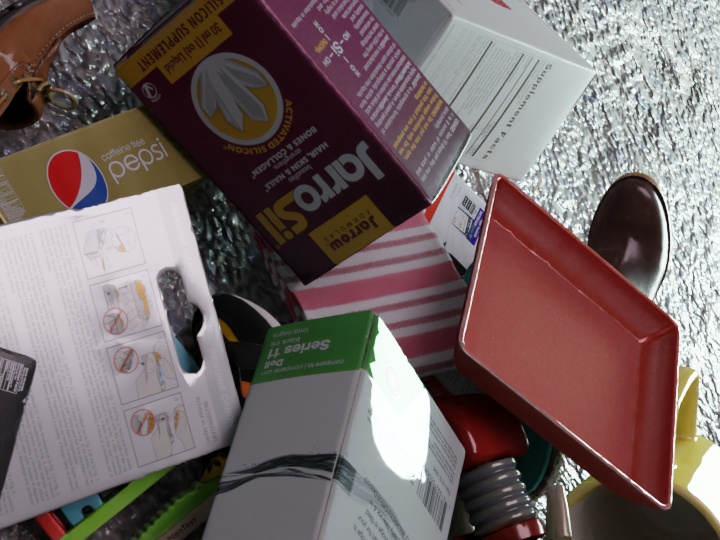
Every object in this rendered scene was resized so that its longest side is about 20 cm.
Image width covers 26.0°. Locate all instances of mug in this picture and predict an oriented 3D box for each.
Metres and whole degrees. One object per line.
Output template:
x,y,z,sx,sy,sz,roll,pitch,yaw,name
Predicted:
0.250,0.187,1.229,0.149,0.187,0.153,40,30,10,mug

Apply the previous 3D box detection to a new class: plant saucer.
0.146,0.054,1.119,0.199,0.037,0.201,38,37,-17,plant saucer

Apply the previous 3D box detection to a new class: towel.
0.000,0.000,1.135,0.145,0.030,0.201,-10,57,-32,towel

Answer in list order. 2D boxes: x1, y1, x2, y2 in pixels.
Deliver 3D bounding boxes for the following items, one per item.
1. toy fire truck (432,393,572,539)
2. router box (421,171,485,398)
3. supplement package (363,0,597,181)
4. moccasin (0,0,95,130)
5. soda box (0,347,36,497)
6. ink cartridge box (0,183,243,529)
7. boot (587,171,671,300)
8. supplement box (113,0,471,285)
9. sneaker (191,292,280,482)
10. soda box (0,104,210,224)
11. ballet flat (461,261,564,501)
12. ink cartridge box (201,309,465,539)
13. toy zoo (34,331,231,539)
0.087,0.160,1.051,0.128,0.199,0.177,-1,66,-46,toy fire truck
0.074,0.032,1.239,0.179,0.049,0.201,44,41,-16,router box
0.073,-0.169,1.274,0.199,0.120,0.121,10,32,-48,supplement package
-0.231,-0.117,1.003,0.078,0.073,0.202,52,38,-17,moccasin
-0.227,0.133,0.788,0.063,0.071,0.202,20,76,-28,soda box
-0.179,0.052,0.890,0.199,0.057,0.164,-17,94,-35,ink cartridge box
0.203,0.032,1.267,0.072,0.202,0.166,13,20,12,boot
-0.044,-0.113,1.047,0.200,0.131,0.103,48,36,-13,supplement box
-0.074,0.110,1.018,0.090,0.070,0.202,-10,75,-52,sneaker
-0.182,-0.052,1.014,0.200,0.068,0.064,-30,88,-51,soda box
0.127,0.077,1.171,0.064,0.075,0.202,19,55,-46,ballet flat
-0.015,0.149,0.921,0.147,0.082,0.201,59,34,-38,ink cartridge box
-0.162,0.078,0.921,0.131,0.020,0.201,-38,100,-14,toy zoo
